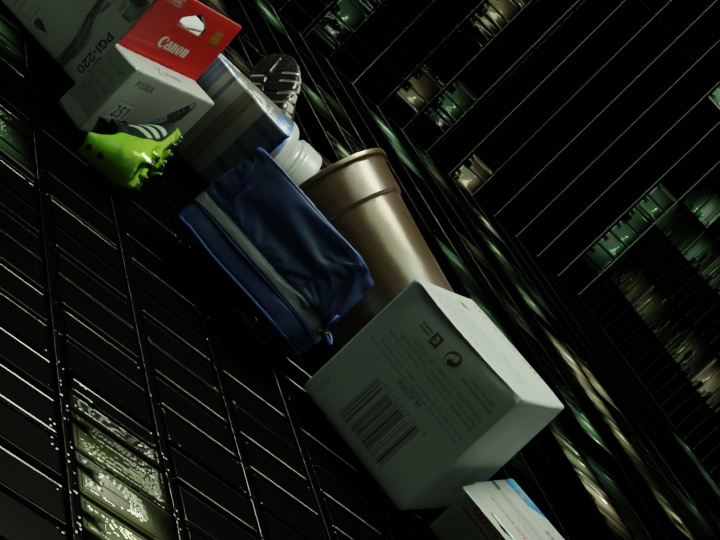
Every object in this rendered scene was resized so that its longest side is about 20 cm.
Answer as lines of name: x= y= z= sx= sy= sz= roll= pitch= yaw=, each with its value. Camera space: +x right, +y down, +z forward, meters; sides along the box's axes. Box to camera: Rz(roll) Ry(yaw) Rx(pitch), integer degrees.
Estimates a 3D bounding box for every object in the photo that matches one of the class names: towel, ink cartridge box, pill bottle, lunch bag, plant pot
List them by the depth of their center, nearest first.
ink cartridge box: x=0.142 y=0.277 z=1.503 sx=0.116 sy=0.068 sz=0.200 roll=49 pitch=11 yaw=18
lunch bag: x=-0.087 y=-0.006 z=1.507 sx=0.200 sy=0.132 sz=0.136 roll=48 pitch=-5 yaw=15
ink cartridge box: x=-0.216 y=-0.214 z=1.640 sx=0.045 sy=0.176 sz=0.200 roll=49 pitch=11 yaw=16
plant pot: x=0.000 y=0.000 z=1.686 sx=0.199 sy=0.200 sz=0.200 roll=55 pitch=12 yaw=10
ink cartridge box: x=-0.292 y=-0.291 z=1.709 sx=0.200 sy=0.146 sz=0.085 roll=47 pitch=13 yaw=8
towel: x=-0.191 y=-0.196 z=1.783 sx=0.200 sy=0.147 sz=0.024 roll=48 pitch=37 yaw=-4
pill bottle: x=-0.152 y=-0.177 z=1.924 sx=0.200 sy=0.114 sz=0.114 roll=42 pitch=11 yaw=-20

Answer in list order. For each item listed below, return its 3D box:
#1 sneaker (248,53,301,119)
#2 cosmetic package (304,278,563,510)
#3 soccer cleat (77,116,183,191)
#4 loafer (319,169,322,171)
sneaker: x=-0.125 y=-0.202 z=2.111 sx=0.116 sy=0.075 sz=0.201 roll=89 pitch=6 yaw=-57
cosmetic package: x=0.080 y=0.131 z=1.536 sx=0.168 sy=0.166 sz=0.200 roll=49 pitch=10 yaw=18
soccer cleat: x=-0.241 y=-0.134 z=1.567 sx=0.081 sy=0.068 sz=0.200 roll=32 pitch=12 yaw=-2
loafer: x=-0.063 y=-0.100 z=2.117 sx=0.063 sy=0.072 sz=0.200 roll=52 pitch=9 yaw=2
